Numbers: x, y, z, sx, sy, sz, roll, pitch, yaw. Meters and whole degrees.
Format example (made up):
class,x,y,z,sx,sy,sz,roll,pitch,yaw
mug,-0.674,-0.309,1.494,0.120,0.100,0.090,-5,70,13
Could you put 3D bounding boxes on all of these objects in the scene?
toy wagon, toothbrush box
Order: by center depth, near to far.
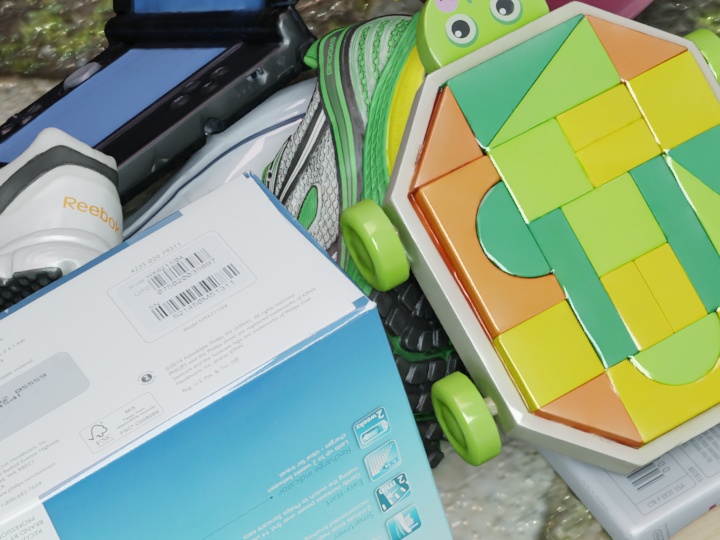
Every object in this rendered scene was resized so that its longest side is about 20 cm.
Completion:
class,x,y,z,sx,sy,sz,roll,pitch,yaw
toothbrush box,-0.051,0.093,0.829,0.146,0.201,0.085,-31,42,-12
toy wagon,0.071,-0.031,0.918,0.155,0.040,0.201,-27,84,-15

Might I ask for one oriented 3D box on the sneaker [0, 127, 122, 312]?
class,x,y,z,sx,sy,sz,roll,pitch,yaw
sneaker,-0.152,0.017,0.986,0.200,0.074,0.080,-29,45,36

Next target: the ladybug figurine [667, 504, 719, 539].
class,x,y,z,sx,sy,sz,roll,pitch,yaw
ladybug figurine,0.170,0.120,0.817,0.199,0.072,0.136,-18,42,2

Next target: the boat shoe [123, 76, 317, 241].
class,x,y,z,sx,sy,sz,roll,pitch,yaw
boat shoe,-0.058,0.002,1.031,0.200,0.074,0.067,-37,47,-1

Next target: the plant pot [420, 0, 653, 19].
class,x,y,z,sx,sy,sz,roll,pitch,yaw
plant pot,0.053,-0.212,1.042,0.179,0.200,0.200,39,65,23

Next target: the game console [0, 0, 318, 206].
class,x,y,z,sx,sy,sz,roll,pitch,yaw
game console,-0.105,-0.117,1.076,0.176,0.117,0.200,-38,18,-18

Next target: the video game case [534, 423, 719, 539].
class,x,y,z,sx,sy,sz,roll,pitch,yaw
video game case,0.129,0.004,0.991,0.182,0.023,0.200,-29,42,-10

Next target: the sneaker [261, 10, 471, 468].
class,x,y,z,sx,sy,sz,roll,pitch,yaw
sneaker,0.000,0.000,0.976,0.085,0.078,0.201,2,71,39
